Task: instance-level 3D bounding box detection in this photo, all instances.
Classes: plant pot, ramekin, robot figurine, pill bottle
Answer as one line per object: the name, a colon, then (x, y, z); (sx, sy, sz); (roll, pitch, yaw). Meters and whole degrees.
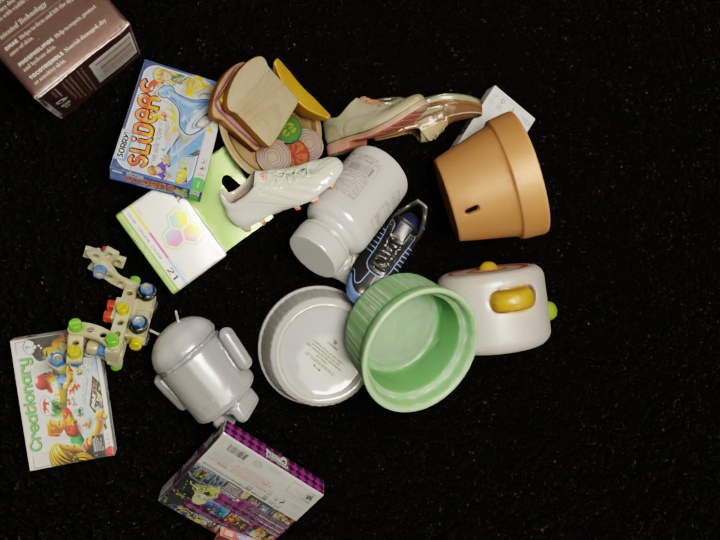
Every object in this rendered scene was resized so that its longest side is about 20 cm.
plant pot: (0.202, -0.135, 1.067); (0.138, 0.200, 0.203); (-17, 97, 4)
ramekin: (0.072, 0.103, 1.016); (0.197, 0.098, 0.203); (-11, 115, -23)
robot figurine: (-0.245, 0.155, 1.040); (0.169, 0.113, 0.201); (-35, 101, 17)
ramekin: (-0.066, 0.128, 1.093); (0.199, 0.094, 0.206); (-1, 93, -14)
pill bottle: (-0.020, -0.092, 1.055); (0.114, 0.114, 0.201); (43, 63, -12)

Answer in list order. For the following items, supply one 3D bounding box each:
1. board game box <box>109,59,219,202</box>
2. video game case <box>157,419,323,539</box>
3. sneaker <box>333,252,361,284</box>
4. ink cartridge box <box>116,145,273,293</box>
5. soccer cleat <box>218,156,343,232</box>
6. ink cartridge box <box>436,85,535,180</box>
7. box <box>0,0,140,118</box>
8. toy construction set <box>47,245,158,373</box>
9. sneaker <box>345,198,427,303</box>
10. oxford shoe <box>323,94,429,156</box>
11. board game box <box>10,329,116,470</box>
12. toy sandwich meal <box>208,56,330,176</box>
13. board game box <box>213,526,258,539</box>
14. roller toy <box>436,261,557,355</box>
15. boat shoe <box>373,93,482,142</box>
board game box: (-0.286, -0.213, 1.010); (0.133, 0.034, 0.203); (13, 64, -14)
video game case: (-0.188, 0.350, 1.056); (0.199, 0.036, 0.181); (37, 110, -19)
sneaker: (0.000, 0.000, 1.111); (0.199, 0.080, 0.077); (35, 86, -11)
ink cartridge box: (-0.254, -0.085, 1.045); (0.199, 0.076, 0.149); (-37, 100, -8)
soccer cleat: (-0.121, -0.128, 1.011); (0.198, 0.070, 0.078); (-25, 125, 11)
ink cartridge box: (0.215, -0.213, 1.174); (0.099, 0.039, 0.201); (35, 83, -13)
box: (-0.444, -0.354, 0.939); (0.164, 0.166, 0.201); (-42, 101, -8)
toy construction set: (-0.379, 0.062, 1.001); (0.129, 0.092, 0.203); (6, 63, -7)
sneaker: (0.044, -0.035, 1.057); (0.070, 0.078, 0.201); (32, 58, 2)
oxford shoe: (0.016, -0.246, 1.059); (0.198, 0.071, 0.075); (-17, 92, 32)
board game box: (-0.457, 0.196, 1.030); (0.124, 0.035, 0.204); (-8, 94, -14)
toy sandwich meal: (-0.134, -0.238, 1.041); (0.203, 0.070, 0.209); (5, 81, -34)
board game box: (-0.161, 0.496, 1.104); (0.198, 0.020, 0.104); (26, 113, -13)
roller toy: (0.219, 0.056, 1.112); (0.180, 0.199, 0.142); (-6, 94, 31)
boat shoe: (0.107, -0.253, 1.128); (0.196, 0.076, 0.075); (-5, 91, -4)
